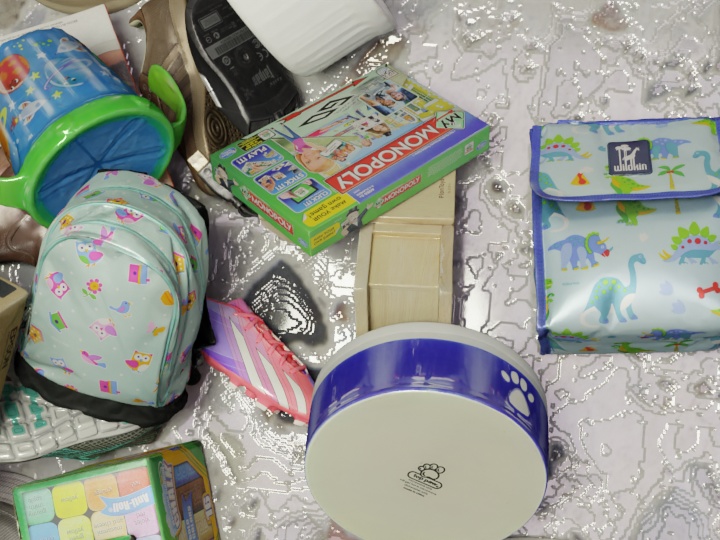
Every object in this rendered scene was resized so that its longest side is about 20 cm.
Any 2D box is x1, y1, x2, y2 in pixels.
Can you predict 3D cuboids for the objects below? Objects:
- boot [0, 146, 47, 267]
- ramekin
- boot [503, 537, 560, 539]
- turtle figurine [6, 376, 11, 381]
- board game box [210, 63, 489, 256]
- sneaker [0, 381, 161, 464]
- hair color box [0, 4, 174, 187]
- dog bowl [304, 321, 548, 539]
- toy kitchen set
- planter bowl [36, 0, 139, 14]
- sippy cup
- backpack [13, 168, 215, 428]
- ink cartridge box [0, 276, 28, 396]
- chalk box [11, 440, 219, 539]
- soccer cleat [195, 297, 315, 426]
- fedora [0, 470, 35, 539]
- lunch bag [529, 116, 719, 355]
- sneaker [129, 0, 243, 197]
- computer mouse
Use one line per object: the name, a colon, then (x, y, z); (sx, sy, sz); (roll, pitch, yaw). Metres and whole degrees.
boot: (-0.297, 0.006, 1.079); (0.200, 0.064, 0.187); (34, 91, 4)
ramekin: (-0.064, -0.264, 1.002); (0.098, 0.200, 0.201); (-34, 82, 11)
boot: (0.125, 0.285, 1.005); (0.199, 0.073, 0.091); (2, 101, 9)
turtle figurine: (-0.363, 0.068, 1.033); (0.149, 0.101, 0.200); (-24, 109, -17)
board game box: (-0.007, -0.100, 0.987); (0.200, 0.029, 0.135); (-32, 50, -27)
sneaker: (-0.262, 0.143, 1.024); (0.199, 0.091, 0.078); (-7, 56, -15)
hair color box: (-0.249, -0.129, 1.053); (0.111, 0.064, 0.200); (-21, 76, -11)
dog bowl: (0.055, 0.142, 0.955); (0.200, 0.079, 0.200); (3, 129, 4)
toy kitchen set: (0.000, 0.000, 1.033); (0.163, 0.181, 0.200); (2, 46, 4)
planter bowl: (-0.269, -0.350, 1.062); (0.200, 0.135, 0.201); (-1, 86, 8)
sippy cup: (-0.243, -0.124, 0.959); (0.140, 0.178, 0.130); (-47, 66, 19)
backpack: (-0.191, 0.024, 0.932); (0.166, 0.127, 0.200); (15, 122, -7)
ink cartridge box: (-0.365, 0.073, 0.902); (0.164, 0.075, 0.200); (27, 117, 7)
chalk box: (-0.206, 0.222, 0.977); (0.124, 0.200, 0.124); (-12, 84, 6)
soccer cleat: (-0.099, 0.071, 1.046); (0.200, 0.067, 0.077); (31, 85, 11)
fedora: (-0.353, 0.285, 1.046); (0.176, 0.090, 0.201); (10, 87, 8)
lunch bag: (0.230, -0.035, 0.986); (0.170, 0.127, 0.201); (-1, 73, 9)
sneaker: (-0.163, -0.159, 1.078); (0.075, 0.070, 0.201); (-15, 80, 25)
computer mouse: (-0.115, -0.142, 1.031); (0.140, 0.046, 0.200); (-44, 106, -30)
